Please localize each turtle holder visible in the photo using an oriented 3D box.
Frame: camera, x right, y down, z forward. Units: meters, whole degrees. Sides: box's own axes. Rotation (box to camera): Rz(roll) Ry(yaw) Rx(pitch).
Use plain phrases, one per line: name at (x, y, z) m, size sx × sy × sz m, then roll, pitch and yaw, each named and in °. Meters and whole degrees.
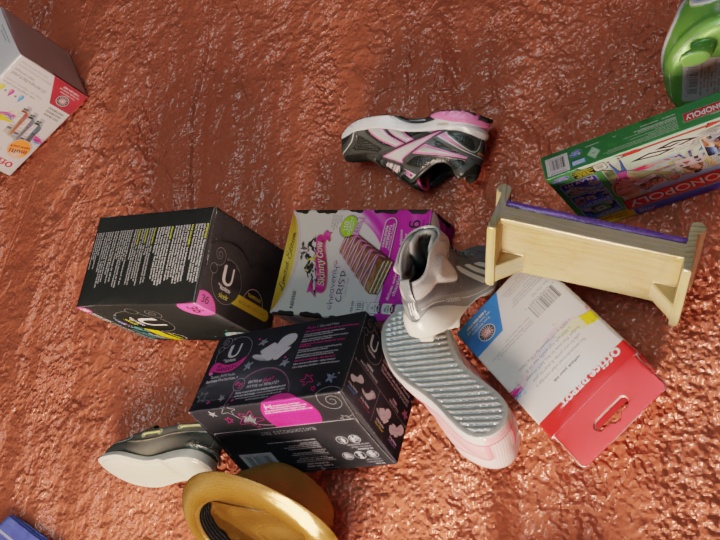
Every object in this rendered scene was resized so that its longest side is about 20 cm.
turtle holder at (0.385, -0.226, 0.954) m, size 0.185 × 0.141 × 0.132 m, roll -26°, pitch 37°, yaw 34°

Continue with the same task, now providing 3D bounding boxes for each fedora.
fedora at (-0.095, 0.267, 1.068) m, size 0.200 × 0.201 × 0.082 m, roll -5°, pitch 32°, yaw 32°

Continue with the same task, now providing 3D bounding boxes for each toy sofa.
toy sofa at (0.225, -0.027, 0.955) m, size 0.199 × 0.083 × 0.098 m, roll 13°, pitch 50°, yaw 17°

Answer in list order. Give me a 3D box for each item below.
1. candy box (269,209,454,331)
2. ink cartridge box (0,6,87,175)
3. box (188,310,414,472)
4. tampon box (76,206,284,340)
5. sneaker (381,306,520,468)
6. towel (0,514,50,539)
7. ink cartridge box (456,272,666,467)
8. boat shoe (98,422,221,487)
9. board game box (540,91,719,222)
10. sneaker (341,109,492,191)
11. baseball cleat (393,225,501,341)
candy box at (0.000, 0.000, 1.158) m, size 0.199 × 0.061 × 0.137 m, roll 1°, pitch 72°, yaw 34°
ink cartridge box at (-0.581, -0.288, 1.610) m, size 0.200 × 0.145 × 0.145 m, roll -41°, pitch 54°, yaw 13°
box at (-0.059, 0.139, 1.079) m, size 0.199 × 0.132 × 0.115 m, roll -11°, pitch 40°, yaw 30°
tampon box at (-0.225, 0.010, 1.244) m, size 0.199 × 0.150 × 0.127 m, roll -2°, pitch 69°, yaw 33°
sneaker at (0.094, 0.126, 1.016) m, size 0.075 × 0.105 × 0.200 m, roll -37°, pitch 47°, yaw -5°
towel at (-0.489, 0.414, 1.272) m, size 0.145 × 0.024 × 0.200 m, roll 18°, pitch 52°, yaw 38°
ink cartridge box at (0.205, 0.094, 0.978) m, size 0.116 × 0.067 × 0.200 m, roll -47°, pitch 52°, yaw 8°
boat shoe at (-0.245, 0.225, 1.221) m, size 0.201 × 0.072 × 0.060 m, roll -11°, pitch 43°, yaw 37°
board game box at (0.295, -0.106, 0.962) m, size 0.200 × 0.135 × 0.029 m, roll -19°, pitch 60°, yaw 26°
sneaker at (0.058, -0.137, 1.171) m, size 0.200 × 0.080 × 0.087 m, roll -1°, pitch 80°, yaw 39°
baseball cleat at (0.095, -0.007, 1.009) m, size 0.070 × 0.200 × 0.107 m, roll -6°, pitch 110°, yaw 26°
